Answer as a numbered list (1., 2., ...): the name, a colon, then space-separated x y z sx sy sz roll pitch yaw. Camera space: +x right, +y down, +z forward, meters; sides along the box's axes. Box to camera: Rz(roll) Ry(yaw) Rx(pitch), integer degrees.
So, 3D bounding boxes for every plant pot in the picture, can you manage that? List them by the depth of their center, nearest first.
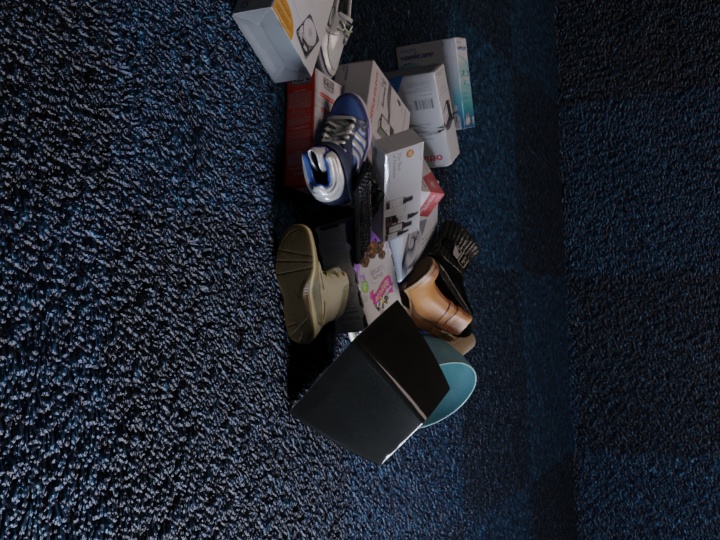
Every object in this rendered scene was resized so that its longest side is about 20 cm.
1. plant pot: 0.032 0.206 1.558 0.177 0.200 0.199 45 29 5
2. plant pot: 0.120 0.208 1.873 0.200 0.199 0.135 53 6 -50

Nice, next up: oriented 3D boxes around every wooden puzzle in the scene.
1. wooden puzzle: 0.162 0.107 1.999 0.200 0.037 0.185 47 18 10

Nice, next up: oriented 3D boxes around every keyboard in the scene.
1. keyboard: 0.017 -0.104 1.572 0.201 0.039 0.105 90 14 -54

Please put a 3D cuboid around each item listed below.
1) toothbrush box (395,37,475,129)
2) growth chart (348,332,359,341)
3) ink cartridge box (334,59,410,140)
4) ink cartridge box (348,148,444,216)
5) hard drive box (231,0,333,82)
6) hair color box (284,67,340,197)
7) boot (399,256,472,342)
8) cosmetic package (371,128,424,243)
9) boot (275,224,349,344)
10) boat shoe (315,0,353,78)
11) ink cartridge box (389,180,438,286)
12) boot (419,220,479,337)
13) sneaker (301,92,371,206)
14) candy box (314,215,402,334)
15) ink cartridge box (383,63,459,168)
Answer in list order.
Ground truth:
1. toothbrush box: 0.170 -0.415 2.070 0.085 0.145 0.203 -28 111 -63
2. growth chart: 0.012 0.086 1.818 0.201 0.018 0.146 -68 145 -44
3. ink cartridge box: 0.020 -0.295 1.801 0.200 0.083 0.147 43 50 -56
4. ink cartridge box: 0.049 -0.172 1.733 0.198 0.068 0.117 2 48 -39
5. hard drive box: -0.123 -0.443 1.519 0.156 0.076 0.202 55 39 -49
6. hair color box: -0.083 -0.239 1.599 0.101 0.060 0.203 18 72 -63
7. boot: 0.155 0.060 1.805 0.074 0.154 0.200 -62 -176 -31
8. cosmetic package: 0.065 -0.148 1.631 0.082 0.051 0.202 -22 137 -21
9. boot: -0.077 0.008 1.571 0.154 0.071 0.203 -31 120 -62
10. boat shoe: -0.047 -0.458 1.694 0.073 0.066 0.203 13 76 -64
11. ink cartridge box: 0.107 -0.061 1.871 0.200 0.040 0.202 -45 141 -52
12. boot: 0.203 0.017 1.921 0.158 0.079 0.213 -53 125 -44
13. sneaker: -0.042 -0.209 1.514 0.146 0.080 0.203 13 83 -70
14. candy box: 0.000 0.000 1.716 0.167 0.071 0.203 -26 105 -62
15. ink cartridge box: 0.119 -0.325 1.948 0.084 0.143 0.202 -49 131 -57
